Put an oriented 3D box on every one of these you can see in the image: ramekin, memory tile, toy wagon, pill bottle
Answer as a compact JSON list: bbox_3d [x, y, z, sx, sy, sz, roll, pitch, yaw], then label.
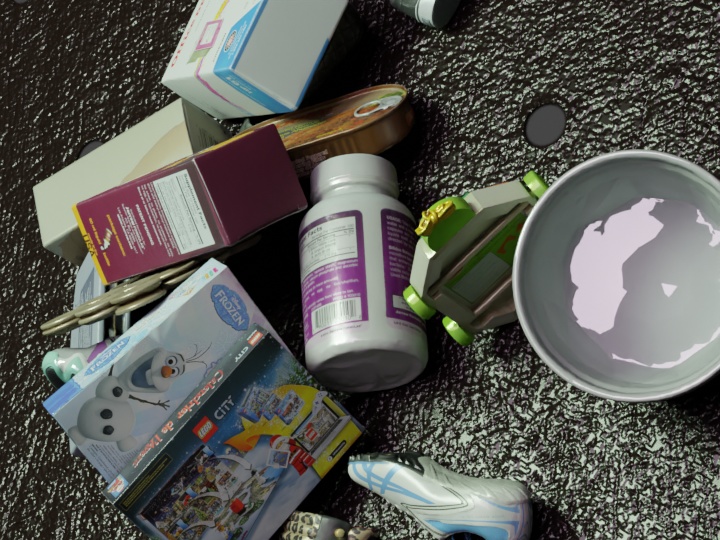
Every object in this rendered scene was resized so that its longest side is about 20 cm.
[{"bbox_3d":[0.229,0.007,1.505,0.198,0.105,0.202,-1,87,15],"label":"ramekin"},{"bbox_3d":[-0.191,0.011,1.722,0.153,0.200,0.017,-19,97,38],"label":"memory tile"},{"bbox_3d":[0.105,-0.019,1.573,0.155,0.200,0.040,-44,51,10],"label":"toy wagon"},{"bbox_3d":[0.000,0.000,1.693,0.112,0.112,0.202,-18,61,27],"label":"pill bottle"}]

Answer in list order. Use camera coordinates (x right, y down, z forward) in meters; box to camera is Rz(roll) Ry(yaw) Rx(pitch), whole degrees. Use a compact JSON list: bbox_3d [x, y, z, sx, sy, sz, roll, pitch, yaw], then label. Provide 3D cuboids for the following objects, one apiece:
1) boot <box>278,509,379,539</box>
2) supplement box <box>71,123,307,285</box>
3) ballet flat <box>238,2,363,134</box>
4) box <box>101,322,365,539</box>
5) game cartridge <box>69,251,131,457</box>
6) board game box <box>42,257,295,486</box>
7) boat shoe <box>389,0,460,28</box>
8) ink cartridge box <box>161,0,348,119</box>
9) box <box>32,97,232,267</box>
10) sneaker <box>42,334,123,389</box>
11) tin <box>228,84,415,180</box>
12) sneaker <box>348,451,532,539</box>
[{"bbox_3d":[-0.018,0.296,1.606,0.199,0.073,0.152,8,75,42],"label":"boot"},{"bbox_3d":[-0.161,-0.059,1.719,0.199,0.110,0.086,-16,99,46],"label":"supplement box"},{"bbox_3d":[-0.071,-0.187,1.855,0.066,0.057,0.201,37,93,39],"label":"ballet flat"},{"bbox_3d":[-0.109,0.166,1.625,0.200,0.137,0.038,-48,24,-8],"label":"box"},{"bbox_3d":[-0.259,0.076,1.839,0.133,0.041,0.202,136,138,-55],"label":"game cartridge"},{"bbox_3d":[-0.144,0.129,1.648,0.199,0.201,0.043,-40,25,-11],"label":"board game box"},{"bbox_3d":[0.092,-0.336,1.800,0.068,0.073,0.201,28,96,24],"label":"boat shoe"},{"bbox_3d":[-0.104,-0.234,1.828,0.200,0.084,0.145,2,66,65],"label":"ink cartridge box"},{"bbox_3d":[-0.228,-0.084,1.895,0.199,0.095,0.078,-29,57,22],"label":"box"},{"bbox_3d":[-0.190,0.064,1.740,0.198,0.078,0.141,12,61,-4],"label":"sneaker"},{"bbox_3d":[-0.043,-0.126,1.776,0.198,0.042,0.112,-16,26,15],"label":"tin"},{"bbox_3d":[0.062,0.199,1.595,0.199,0.072,0.073,13,97,43],"label":"sneaker"}]
